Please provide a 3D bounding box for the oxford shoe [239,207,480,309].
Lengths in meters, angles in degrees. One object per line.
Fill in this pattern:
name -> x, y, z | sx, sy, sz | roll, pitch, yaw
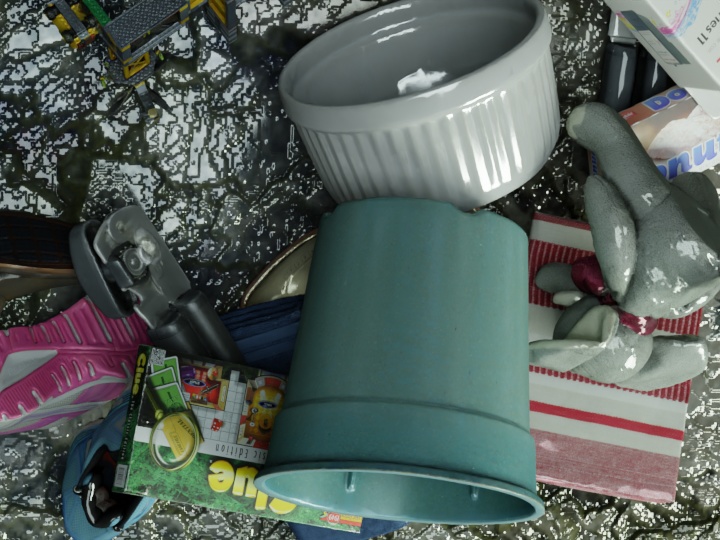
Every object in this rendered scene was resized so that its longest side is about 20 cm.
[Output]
oxford shoe -> 0.000, 0.000, 1.744 | 0.200, 0.074, 0.071 | -28, 108, 6

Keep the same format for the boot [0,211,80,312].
boot -> -0.281, 0.014, 1.709 | 0.200, 0.075, 0.097 | 1, 126, -20

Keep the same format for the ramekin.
ramekin -> 0.050, -0.117, 1.676 | 0.200, 0.200, 0.105 | -21, 116, -7

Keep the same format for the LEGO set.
LEGO set -> -0.141, -0.214, 1.671 | 0.154, 0.116, 0.200 | 44, 76, 11

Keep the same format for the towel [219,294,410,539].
towel -> -0.035, 0.113, 1.753 | 0.112, 0.049, 0.200 | -16, 112, 23

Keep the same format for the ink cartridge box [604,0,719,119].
ink cartridge box -> 0.248, -0.211, 1.687 | 0.200, 0.067, 0.117 | 44, 79, -24

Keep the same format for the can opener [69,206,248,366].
can opener -> -0.138, 0.043, 1.683 | 0.053, 0.067, 0.200 | -48, 115, -41

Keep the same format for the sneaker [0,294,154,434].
sneaker -> -0.215, 0.067, 1.721 | 0.200, 0.088, 0.081 | -15, 77, -28

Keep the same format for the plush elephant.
plush elephant -> 0.191, 0.012, 1.685 | 0.155, 0.200, 0.165 | -40, 141, 21

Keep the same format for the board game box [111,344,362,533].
board game box -> -0.077, 0.121, 1.649 | 0.200, 0.023, 0.105 | 13, 86, -33

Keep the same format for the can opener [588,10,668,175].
can opener -> 0.214, -0.153, 1.765 | 0.053, 0.067, 0.200 | 4, 102, -13

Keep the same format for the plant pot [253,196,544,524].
plant pot -> 0.035, 0.063, 1.609 | 0.200, 0.200, 0.196 | 10, 74, -14

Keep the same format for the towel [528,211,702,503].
towel -> 0.180, 0.066, 1.749 | 0.144, 0.023, 0.200 | 12, 79, -9

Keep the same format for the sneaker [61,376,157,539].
sneaker -> -0.186, 0.152, 1.694 | 0.078, 0.200, 0.090 | 34, 52, 0

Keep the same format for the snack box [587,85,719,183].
snack box -> 0.259, -0.112, 1.770 | 0.200, 0.024, 0.072 | -26, 129, -21
